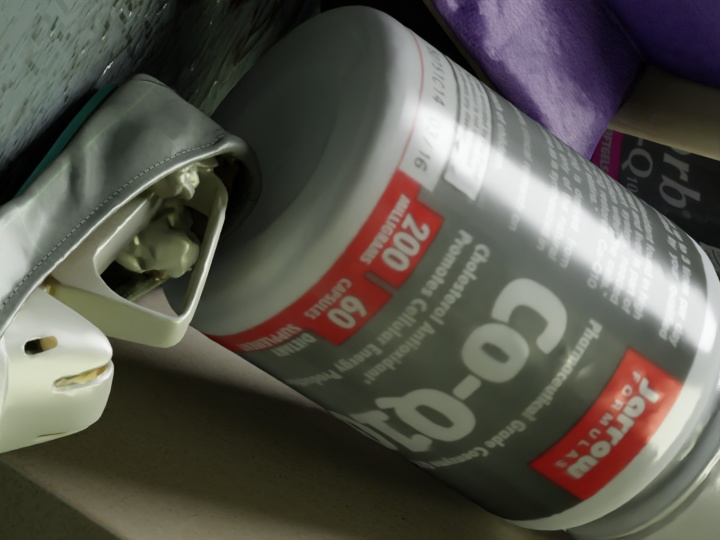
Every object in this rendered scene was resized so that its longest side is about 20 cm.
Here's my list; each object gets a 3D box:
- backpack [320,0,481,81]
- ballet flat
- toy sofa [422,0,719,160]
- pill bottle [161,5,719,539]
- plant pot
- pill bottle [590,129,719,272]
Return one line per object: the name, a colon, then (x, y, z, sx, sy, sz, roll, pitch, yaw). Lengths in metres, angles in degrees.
backpack: (0.068, -0.138, 0.953, 0.200, 0.154, 0.163, -41, 160, -15)
ballet flat: (-0.082, 0.009, 0.688, 0.200, 0.064, 0.067, -52, 169, -52)
toy sofa: (0.069, -0.109, 0.798, 0.098, 0.083, 0.200, -53, 132, -17)
pill bottle: (0.044, 0.013, 0.826, 0.114, 0.200, 0.114, -38, -147, 31)
plant pot: (-0.070, 0.136, 0.839, 0.200, 0.200, 0.177, -62, 162, 9)
pill bottle: (0.164, -0.052, 1.027, 0.116, 0.200, 0.117, -32, 132, -43)
